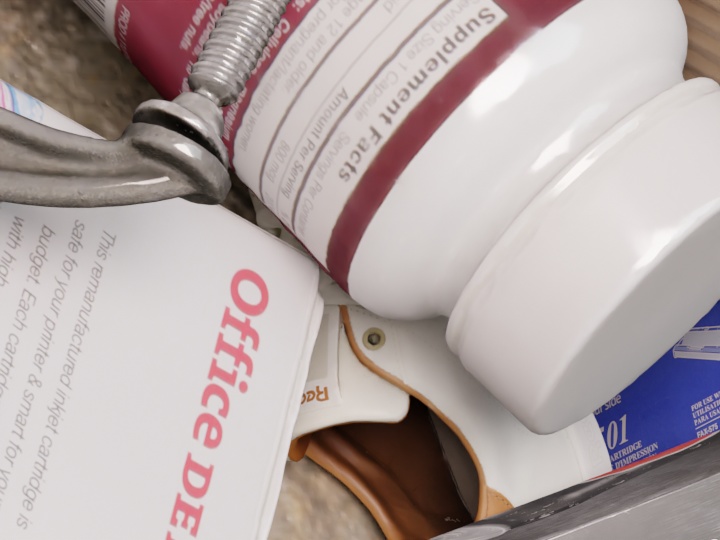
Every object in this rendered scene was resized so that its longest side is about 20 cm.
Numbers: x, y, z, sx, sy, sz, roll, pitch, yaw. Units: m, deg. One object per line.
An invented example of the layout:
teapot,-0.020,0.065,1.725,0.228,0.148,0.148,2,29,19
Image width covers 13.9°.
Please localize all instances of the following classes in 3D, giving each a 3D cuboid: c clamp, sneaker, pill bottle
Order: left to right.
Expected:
c clamp,-0.036,-0.092,0.702,0.170,0.027,0.200,29,71,10
sneaker,0.000,0.000,0.835,0.085,0.073,0.201,-26,87,-47
pill bottle,0.012,-0.061,0.766,0.200,0.114,0.114,46,45,15

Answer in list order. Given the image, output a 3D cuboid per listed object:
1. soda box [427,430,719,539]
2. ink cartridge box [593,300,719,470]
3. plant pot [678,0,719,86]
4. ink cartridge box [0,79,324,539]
soda box,0.094,0.081,0.791,0.199,0.071,0.064,-19,94,-13
ink cartridge box,0.166,0.054,0.926,0.199,0.094,0.044,10,62,-35
plant pot,0.147,-0.042,0.820,0.200,0.201,0.093,31,93,-22
ink cartridge box,-0.122,0.025,0.719,0.199,0.086,0.148,32,52,-23
